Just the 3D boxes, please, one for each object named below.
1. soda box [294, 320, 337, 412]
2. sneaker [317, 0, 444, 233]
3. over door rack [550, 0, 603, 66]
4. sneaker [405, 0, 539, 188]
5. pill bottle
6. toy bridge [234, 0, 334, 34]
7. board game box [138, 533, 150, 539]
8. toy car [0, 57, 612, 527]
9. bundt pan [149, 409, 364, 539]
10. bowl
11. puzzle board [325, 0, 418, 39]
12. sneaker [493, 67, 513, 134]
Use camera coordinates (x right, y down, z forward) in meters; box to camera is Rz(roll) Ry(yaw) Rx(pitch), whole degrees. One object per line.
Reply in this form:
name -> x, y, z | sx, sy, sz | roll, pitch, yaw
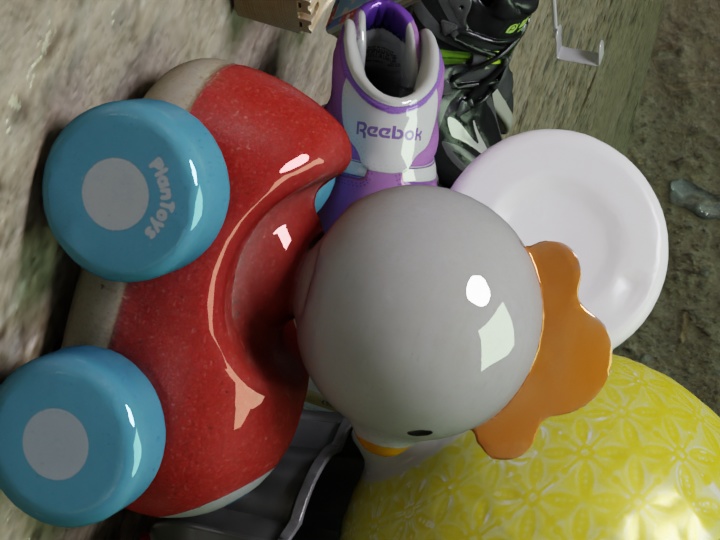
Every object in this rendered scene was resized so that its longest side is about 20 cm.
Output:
soda box -> 0.000, 0.000, 0.974 | 0.064, 0.067, 0.201 | 91, 20, -58
sneaker -> 0.010, -0.077, 0.820 | 0.201, 0.072, 0.116 | -109, -156, -70
over door rack -> 0.141, -0.266, 1.218 | 0.149, 0.066, 0.201 | -65, 146, -33
sneaker -> 0.055, -0.125, 0.918 | 0.071, 0.082, 0.202 | -41, 132, -47
pill bottle -> 0.086, 0.003, 0.891 | 0.200, 0.112, 0.114 | 109, 0, -81
toy bridge -> 0.012, -0.183, 0.762 | 0.027, 0.067, 0.201 | 90, 21, -56
board game box -> -0.094, 0.172, 0.864 | 0.158, 0.039, 0.202 | -55, 152, -53
toy car -> -0.007, 0.027, 0.651 | 0.184, 0.198, 0.179 | -23, 130, -75
bundt pan -> -0.048, 0.154, 0.792 | 0.202, 0.075, 0.204 | 13, 90, -73
bowl -> 0.058, 0.091, 0.740 | 0.199, 0.108, 0.200 | -34, -174, 4
puzzle board -> 0.055, -0.215, 0.809 | 0.150, 0.017, 0.202 | -17, -131, 53
sneaker -> 0.075, -0.158, 1.078 | 0.200, 0.074, 0.107 | 51, 60, -75
